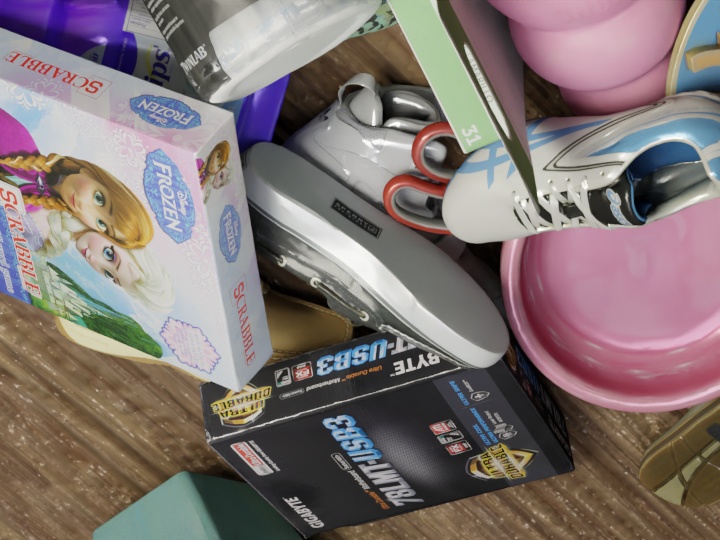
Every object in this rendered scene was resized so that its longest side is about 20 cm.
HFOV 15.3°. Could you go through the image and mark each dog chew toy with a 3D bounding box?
[{"bbox_3d":[0.134,-0.163,1.565,0.124,0.125,0.200,-16,130,13],"label":"dog chew toy"}]

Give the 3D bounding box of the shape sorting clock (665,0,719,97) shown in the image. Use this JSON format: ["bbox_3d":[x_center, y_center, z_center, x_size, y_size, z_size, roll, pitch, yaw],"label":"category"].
[{"bbox_3d":[0.272,-0.125,1.595,0.199,0.039,0.201,-15,124,-24],"label":"shape sorting clock"}]

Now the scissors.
[{"bbox_3d":[0.113,-0.043,1.638,0.199,0.014,0.073,11,116,-14],"label":"scissors"}]

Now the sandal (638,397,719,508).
[{"bbox_3d":[0.266,0.095,1.781,0.080,0.054,0.200,40,132,-17],"label":"sandal"}]

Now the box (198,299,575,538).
[{"bbox_3d":[0.021,0.102,1.743,0.198,0.050,0.200,-17,151,11],"label":"box"}]

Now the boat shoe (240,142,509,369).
[{"bbox_3d":[0.000,0.000,1.626,0.200,0.069,0.057,37,122,1],"label":"boat shoe"}]

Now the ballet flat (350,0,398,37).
[{"bbox_3d":[-0.069,-0.165,1.593,0.199,0.074,0.074,17,124,-4],"label":"ballet flat"}]

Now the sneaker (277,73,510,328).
[{"bbox_3d":[0.039,-0.040,1.676,0.200,0.075,0.115,33,122,-16],"label":"sneaker"}]

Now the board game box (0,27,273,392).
[{"bbox_3d":[-0.154,-0.039,1.592,0.199,0.041,0.201,21,141,26],"label":"board game box"}]

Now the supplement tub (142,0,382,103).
[{"bbox_3d":[-0.084,-0.206,1.500,0.122,0.122,0.201,-31,87,21],"label":"supplement tub"}]

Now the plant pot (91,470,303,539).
[{"bbox_3d":[-0.093,0.245,1.796,0.141,0.201,0.141,-34,153,24],"label":"plant pot"}]

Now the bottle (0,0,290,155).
[{"bbox_3d":[-0.144,-0.128,1.627,0.199,0.065,0.084,14,123,-8],"label":"bottle"}]

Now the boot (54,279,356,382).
[{"bbox_3d":[-0.090,-0.008,1.704,0.199,0.073,0.156,13,129,1],"label":"boot"}]

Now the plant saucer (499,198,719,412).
[{"bbox_3d":[0.186,-0.009,1.692,0.199,0.051,0.201,-1,114,-3],"label":"plant saucer"}]

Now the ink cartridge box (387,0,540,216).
[{"bbox_3d":[0.052,-0.130,1.537,0.048,0.200,0.146,-21,121,15],"label":"ink cartridge box"}]

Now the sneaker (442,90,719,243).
[{"bbox_3d":[0.133,-0.052,1.567,0.199,0.073,0.072,-16,125,28],"label":"sneaker"}]
